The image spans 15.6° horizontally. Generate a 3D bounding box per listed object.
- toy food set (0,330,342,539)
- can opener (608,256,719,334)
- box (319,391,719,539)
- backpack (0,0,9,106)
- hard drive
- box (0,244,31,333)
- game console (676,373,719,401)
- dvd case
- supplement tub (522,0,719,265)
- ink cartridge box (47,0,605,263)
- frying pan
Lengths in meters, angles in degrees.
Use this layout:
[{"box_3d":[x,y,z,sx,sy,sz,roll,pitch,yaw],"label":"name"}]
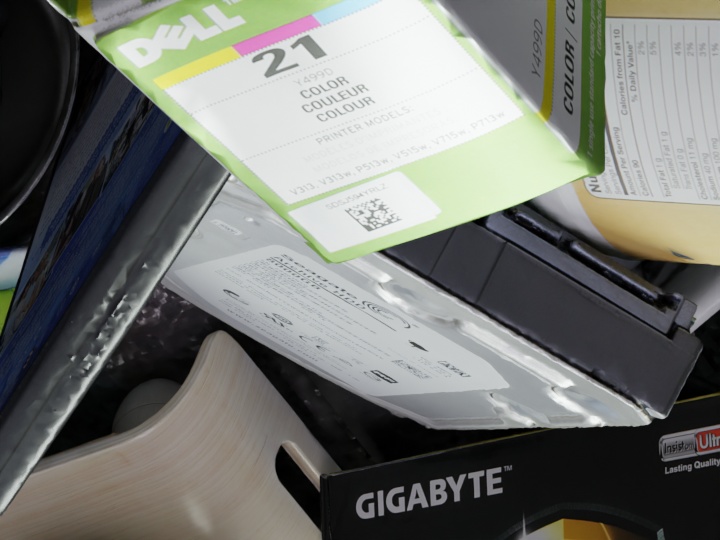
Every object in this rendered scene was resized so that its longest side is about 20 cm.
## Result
[{"box_3d":[-0.099,0.100,0.916,0.200,0.060,0.144,-19,131,22],"label":"toy food set"},{"box_3d":[0.120,-0.027,0.792,0.066,0.053,0.200,38,121,-22],"label":"can opener"},{"box_3d":[0.078,0.127,0.814,0.200,0.160,0.049,-14,163,38],"label":"box"},{"box_3d":[-0.222,-0.041,0.724,0.200,0.154,0.163,-5,159,26],"label":"backpack"},{"box_3d":[0.000,0.000,0.759,0.140,0.038,0.200,30,167,-14],"label":"hard drive"},{"box_3d":[-0.179,0.056,0.790,0.200,0.122,0.048,-29,79,32],"label":"box"},{"box_3d":[0.120,0.155,0.885,0.116,0.176,0.200,3,131,-29],"label":"game console"},{"box_3d":[-0.056,-0.044,0.713,0.018,0.200,0.143,26,125,-13],"label":"dvd case"},{"box_3d":[0.118,-0.071,0.681,0.200,0.145,0.145,5,128,31],"label":"supplement tub"},{"box_3d":[-0.027,-0.117,0.566,0.076,0.148,0.200,-18,140,28],"label":"ink cartridge box"},{"box_3d":[-0.154,-0.029,0.793,0.190,0.031,0.115,-48,63,12],"label":"frying pan"}]
